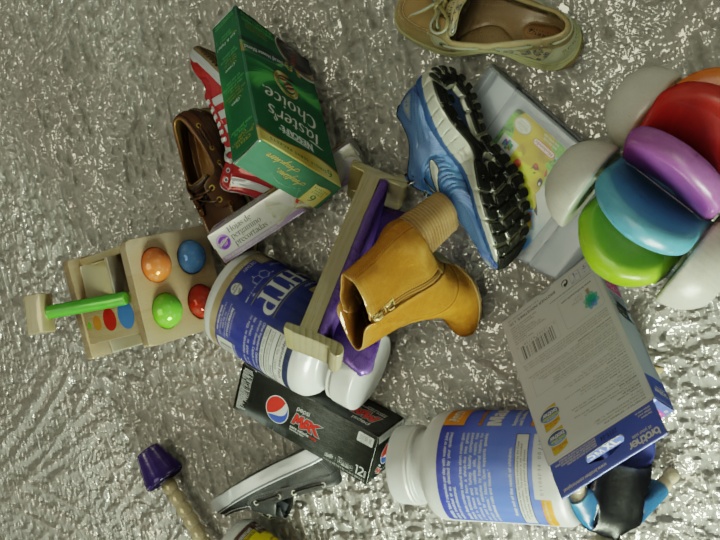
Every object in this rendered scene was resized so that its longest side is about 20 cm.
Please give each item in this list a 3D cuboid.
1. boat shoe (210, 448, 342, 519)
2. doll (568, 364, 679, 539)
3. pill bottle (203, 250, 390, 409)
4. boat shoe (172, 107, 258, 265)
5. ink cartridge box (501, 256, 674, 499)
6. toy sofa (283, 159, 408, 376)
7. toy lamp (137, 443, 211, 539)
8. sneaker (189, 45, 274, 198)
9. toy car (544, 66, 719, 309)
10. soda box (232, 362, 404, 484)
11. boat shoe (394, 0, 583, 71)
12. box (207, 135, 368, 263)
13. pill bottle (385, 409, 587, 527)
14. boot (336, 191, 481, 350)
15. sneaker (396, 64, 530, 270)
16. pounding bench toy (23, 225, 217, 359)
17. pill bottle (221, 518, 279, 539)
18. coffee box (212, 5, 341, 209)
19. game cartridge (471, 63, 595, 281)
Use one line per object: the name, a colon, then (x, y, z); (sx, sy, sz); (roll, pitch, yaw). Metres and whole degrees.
boat shoe: (-0.103, 0.275, 1.036); (0.198, 0.070, 0.067); (-31, 82, 22)
doll: (0.251, 0.190, 0.795); (0.048, 0.134, 0.205); (8, 90, 64)
pill bottle: (-0.070, 0.071, 0.948); (0.197, 0.119, 0.122); (26, 110, 22)
boat shoe: (-0.182, -0.098, 1.013); (0.071, 0.067, 0.205); (-16, 90, 30)
ink cartridge box: (0.206, 0.096, 0.764); (0.119, 0.042, 0.203); (-42, 37, 29)
toy sofa: (0.000, 0.000, 0.856); (0.096, 0.083, 0.204); (21, 72, 4)
toy lamp: (-0.235, 0.326, 1.122); (0.058, 0.058, 0.201); (-42, 78, 28)
sneaker: (-0.149, -0.165, 0.982); (0.200, 0.071, 0.113); (44, 113, 14)
toy car: (0.264, -0.081, 0.694); (0.174, 0.150, 0.201); (40, 84, 15)
soda box: (-0.051, 0.167, 0.981); (0.197, 0.070, 0.065); (25, 112, 24)
boat shoe: (0.119, -0.248, 0.813); (0.196, 0.062, 0.075); (16, 90, 23)
box: (-0.081, -0.080, 0.938); (0.198, 0.042, 0.039); (-31, 105, 13)
pill bottle: (0.129, 0.202, 0.862); (0.196, 0.111, 0.115); (-5, 96, 30)
boot: (0.045, 0.033, 0.820); (0.070, 0.144, 0.203); (32, 154, 38)
sneaker: (0.098, -0.094, 0.823); (0.089, 0.078, 0.204); (-27, 86, 49)
pounding bench toy: (-0.283, 0.033, 1.004); (0.154, 0.198, 0.127); (-12, 93, 40)
pill bottle: (-0.094, 0.405, 1.019); (0.198, 0.109, 0.111); (32, 112, 15)
coffee box: (-0.089, -0.171, 0.872); (0.044, 0.122, 0.203); (-34, 50, 27)
game cartridge: (0.165, -0.091, 0.837); (0.200, 0.040, 0.134); (44, 120, 16)
